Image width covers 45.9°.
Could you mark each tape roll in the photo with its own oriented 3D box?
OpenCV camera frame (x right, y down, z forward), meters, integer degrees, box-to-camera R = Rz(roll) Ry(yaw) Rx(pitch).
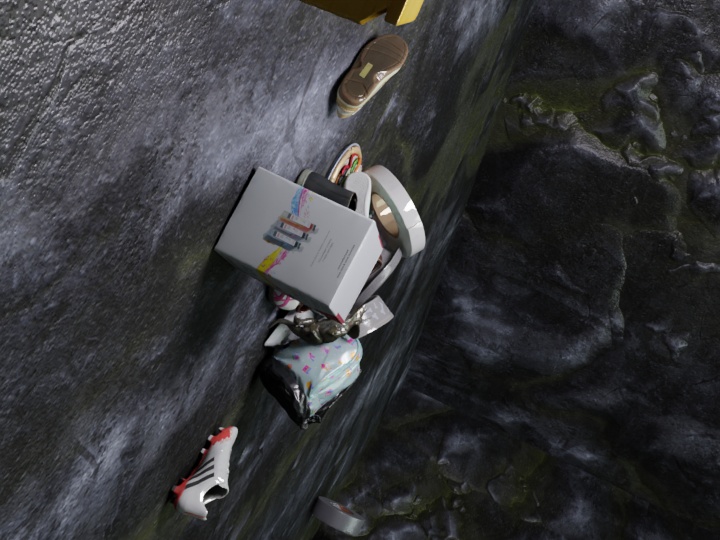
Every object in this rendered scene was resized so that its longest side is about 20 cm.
[{"bbox_3d":[0.064,-0.121,1.752,0.037,0.203,0.203,-30,157,-14],"label":"tape roll"},{"bbox_3d":[-0.085,0.933,3.233,0.066,0.199,0.200,-63,168,-7],"label":"tape roll"}]

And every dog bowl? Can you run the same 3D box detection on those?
[{"bbox_3d":[-0.027,0.117,1.896,0.199,0.059,0.200,-25,-176,2],"label":"dog bowl"}]

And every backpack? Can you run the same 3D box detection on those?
[{"bbox_3d":[-0.086,0.199,1.721,0.199,0.167,0.127,-32,156,-24],"label":"backpack"}]

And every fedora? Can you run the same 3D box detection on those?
[{"bbox_3d":[0.000,0.000,1.756,0.177,0.090,0.200,-50,-176,-14],"label":"fedora"}]

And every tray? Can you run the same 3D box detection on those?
[{"bbox_3d":[-0.138,0.126,1.768,0.108,0.022,0.200,-51,168,-2],"label":"tray"}]

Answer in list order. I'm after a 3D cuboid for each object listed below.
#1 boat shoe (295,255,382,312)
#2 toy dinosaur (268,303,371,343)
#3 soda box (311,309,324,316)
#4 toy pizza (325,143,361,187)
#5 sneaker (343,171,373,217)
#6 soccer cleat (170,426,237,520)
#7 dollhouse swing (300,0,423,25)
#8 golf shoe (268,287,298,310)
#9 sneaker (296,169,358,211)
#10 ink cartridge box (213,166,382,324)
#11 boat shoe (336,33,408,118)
[{"bbox_3d":[-0.043,0.022,1.640,0.070,0.199,0.071,41,29,-49],"label":"boat shoe"},{"bbox_3d":[-0.075,0.116,1.659,0.102,0.199,0.077,71,3,-62],"label":"toy dinosaur"},{"bbox_3d":[-0.050,0.014,1.880,0.200,0.068,0.064,-54,163,-46],"label":"soda box"},{"bbox_3d":[-0.038,-0.155,1.691,0.201,0.032,0.200,-61,167,-24],"label":"toy pizza"},{"bbox_3d":[-0.017,-0.073,1.620,0.118,0.073,0.202,92,11,-65],"label":"sneaker"},{"bbox_3d":[-0.268,0.372,1.567,0.200,0.085,0.069,-53,163,-47],"label":"soccer cleat"},{"bbox_3d":[-0.001,-0.373,1.003,0.183,0.199,0.176,-67,169,4],"label":"dollhouse swing"},{"bbox_3d":[-0.117,0.023,1.544,0.073,0.092,0.200,-60,169,-28],"label":"golf shoe"},{"bbox_3d":[-0.070,-0.077,1.510,0.075,0.106,0.201,-56,165,-40],"label":"sneaker"},{"bbox_3d":[-0.089,-0.036,1.282,0.145,0.199,0.145,-61,167,-8],"label":"ink cartridge box"},{"bbox_3d":[0.012,-0.341,1.496,0.200,0.072,0.076,-49,176,-34],"label":"boat shoe"}]
